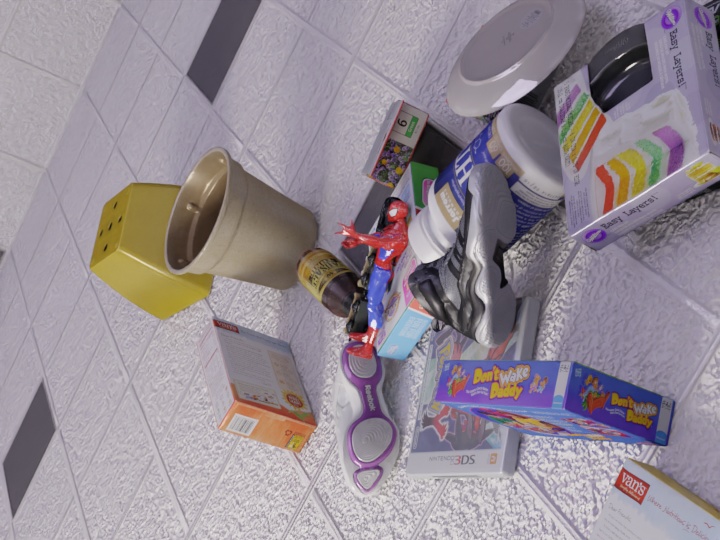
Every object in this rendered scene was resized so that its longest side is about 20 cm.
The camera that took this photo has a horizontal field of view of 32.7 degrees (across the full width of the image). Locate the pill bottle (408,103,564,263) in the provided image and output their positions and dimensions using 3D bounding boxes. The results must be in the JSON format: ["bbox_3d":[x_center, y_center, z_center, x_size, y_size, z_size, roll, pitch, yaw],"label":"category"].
[{"bbox_3d":[0.148,-0.084,1.411,0.200,0.119,0.121,-46,36,35],"label":"pill bottle"}]

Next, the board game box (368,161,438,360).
[{"bbox_3d":[0.060,-0.012,1.558,0.153,0.040,0.202,122,153,-46],"label":"board game box"}]

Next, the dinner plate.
[{"bbox_3d":[0.175,-0.264,1.438,0.199,0.024,0.201,-31,34,24],"label":"dinner plate"}]

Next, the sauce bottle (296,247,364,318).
[{"bbox_3d":[-0.029,0.025,1.698,0.067,0.066,0.200,-65,30,6],"label":"sauce bottle"}]

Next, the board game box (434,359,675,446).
[{"bbox_3d":[0.185,0.127,1.192,0.199,0.133,0.045,-6,66,58],"label":"board game box"}]

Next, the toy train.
[{"bbox_3d":[0.016,0.000,1.561,0.046,0.034,0.202,-114,39,-66],"label":"toy train"}]

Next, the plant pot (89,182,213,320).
[{"bbox_3d":[-0.377,-0.050,2.224,0.199,0.175,0.202,-25,51,52],"label":"plant pot"}]

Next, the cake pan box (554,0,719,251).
[{"bbox_3d":[0.277,-0.147,1.213,0.184,0.052,0.202,-31,47,43],"label":"cake pan box"}]

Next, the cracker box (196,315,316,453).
[{"bbox_3d":[-0.151,0.161,1.743,0.058,0.133,0.201,-56,31,22],"label":"cracker box"}]

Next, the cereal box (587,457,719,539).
[{"bbox_3d":[0.247,0.285,1.080,0.202,0.039,0.144,-65,29,5],"label":"cereal box"}]

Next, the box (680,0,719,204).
[{"bbox_3d":[0.310,-0.156,1.260,0.199,0.047,0.195,-26,53,50],"label":"box"}]

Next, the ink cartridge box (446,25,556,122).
[{"bbox_3d":[0.163,-0.246,1.546,0.110,0.050,0.200,-64,30,7],"label":"ink cartridge box"}]

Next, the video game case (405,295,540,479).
[{"bbox_3d":[0.126,0.137,1.402,0.182,0.023,0.202,-15,58,56],"label":"video game case"}]

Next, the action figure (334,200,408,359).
[{"bbox_3d":[0.000,0.000,1.496,0.065,0.098,0.202,-86,15,-66],"label":"action figure"}]

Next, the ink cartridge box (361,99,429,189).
[{"bbox_3d":[0.048,-0.167,1.632,0.200,0.050,0.110,-117,51,-83],"label":"ink cartridge box"}]

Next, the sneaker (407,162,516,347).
[{"bbox_3d":[0.108,-0.018,1.346,0.113,0.075,0.203,6,106,38],"label":"sneaker"}]

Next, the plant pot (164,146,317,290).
[{"bbox_3d":[-0.174,-0.062,1.878,0.200,0.182,0.202,-37,42,43],"label":"plant pot"}]

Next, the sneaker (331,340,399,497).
[{"bbox_3d":[0.004,0.194,1.547,0.100,0.074,0.202,110,160,-57],"label":"sneaker"}]
